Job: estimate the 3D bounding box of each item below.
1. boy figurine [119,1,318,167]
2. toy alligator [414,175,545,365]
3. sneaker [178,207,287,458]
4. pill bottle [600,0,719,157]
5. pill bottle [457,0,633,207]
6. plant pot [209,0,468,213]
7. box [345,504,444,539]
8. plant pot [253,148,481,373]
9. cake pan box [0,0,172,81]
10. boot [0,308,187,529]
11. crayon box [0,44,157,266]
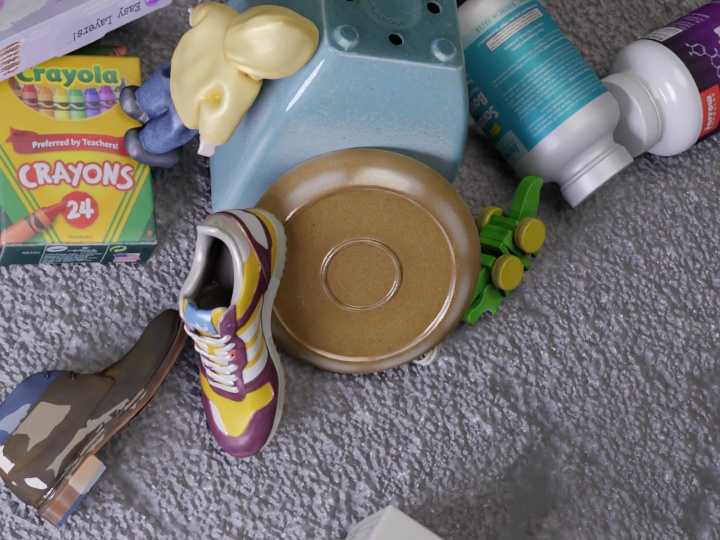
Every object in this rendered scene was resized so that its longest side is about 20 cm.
[{"bbox_3d":[-0.113,-0.157,1.317,0.064,0.200,0.125,11,60,-42],"label":"boy figurine"},{"bbox_3d":[0.112,0.010,1.467,0.054,0.059,0.200,44,71,-41],"label":"toy alligator"},{"bbox_3d":[-0.107,0.052,1.312,0.090,0.075,0.201,-13,105,-61],"label":"sneaker"},{"bbox_3d":[0.310,-0.179,1.575,0.200,0.112,0.113,-29,82,-27],"label":"pill bottle"},{"bbox_3d":[0.156,-0.155,1.511,0.111,0.111,0.200,-35,84,-28],"label":"pill bottle"},{"bbox_3d":[-0.008,-0.163,1.390,0.196,0.200,0.196,5,61,-19],"label":"plant pot"},{"bbox_3d":[-0.006,0.288,1.290,0.078,0.095,0.200,34,63,-6],"label":"box"},{"bbox_3d":[0.000,0.000,1.363,0.199,0.201,0.028,19,23,-12],"label":"plant pot"},{"bbox_3d":[-0.280,-0.256,1.396,0.200,0.052,0.184,-30,65,-28],"label":"cake pan box"},{"bbox_3d":[-0.213,0.090,1.302,0.097,0.075,0.200,36,64,-7],"label":"boot"},{"bbox_3d":[-0.240,-0.106,1.382,0.126,0.051,0.201,-2,70,-20],"label":"crayon box"}]
